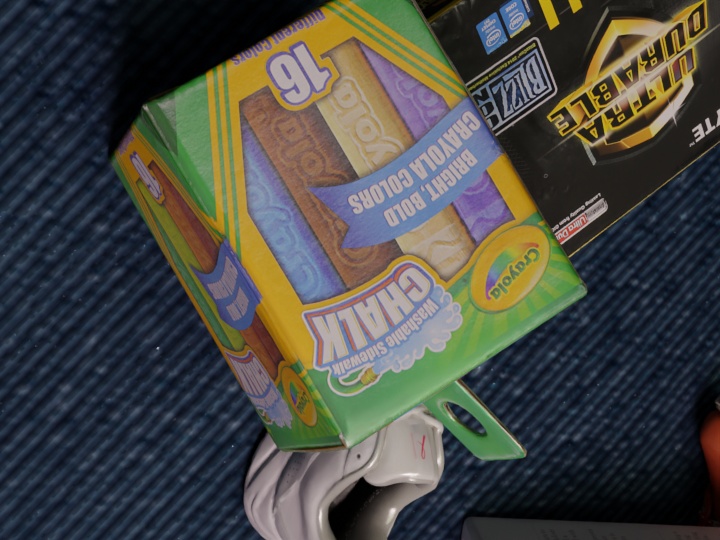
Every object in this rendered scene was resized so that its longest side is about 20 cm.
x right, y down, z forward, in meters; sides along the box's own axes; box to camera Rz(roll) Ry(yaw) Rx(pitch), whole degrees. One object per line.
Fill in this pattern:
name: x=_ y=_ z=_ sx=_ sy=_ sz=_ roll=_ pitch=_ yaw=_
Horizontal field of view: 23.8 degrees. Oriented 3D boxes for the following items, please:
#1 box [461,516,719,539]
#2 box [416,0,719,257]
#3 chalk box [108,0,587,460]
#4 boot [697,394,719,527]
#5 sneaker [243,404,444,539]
box: x=0.152 y=0.230 z=0.939 sx=0.199 sy=0.106 sz=0.153 roll=3 pitch=110 yaw=-12
box: x=0.118 y=-0.110 z=0.843 sx=0.200 sy=0.049 sz=0.160 roll=-36 pitch=123 yaw=-14
chalk box: x=0.000 y=0.000 z=0.719 sx=0.124 sy=0.124 sz=0.200 roll=-30 pitch=91 yaw=-17
boot: x=0.228 y=0.163 z=1.019 sx=0.107 sy=0.075 sz=0.200 roll=-34 pitch=126 yaw=-9
sneaker: x=0.015 y=0.060 z=0.820 sx=0.078 sy=0.099 sz=0.201 roll=7 pitch=107 yaw=-34
